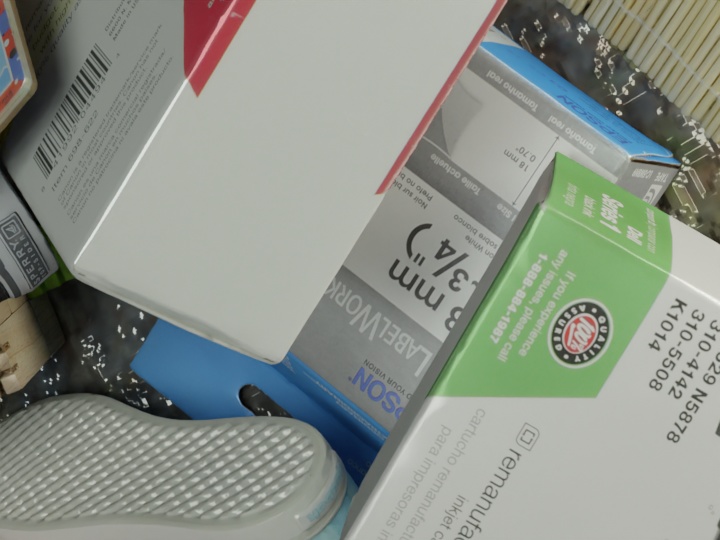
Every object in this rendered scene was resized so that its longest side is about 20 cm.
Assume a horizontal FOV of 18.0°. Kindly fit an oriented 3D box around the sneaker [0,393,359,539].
[{"bbox_3d":[-0.076,0.101,0.878,0.200,0.074,0.082,4,137,42],"label":"sneaker"}]

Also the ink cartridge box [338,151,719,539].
[{"bbox_3d":[0.113,0.077,0.753,0.200,0.084,0.146,29,105,-1],"label":"ink cartridge box"}]

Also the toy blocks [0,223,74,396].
[{"bbox_3d":[-0.205,0.045,0.873,0.200,0.137,0.100,-20,99,10],"label":"toy blocks"}]

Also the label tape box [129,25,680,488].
[{"bbox_3d":[0.000,0.000,0.843,0.144,0.063,0.200,38,105,18],"label":"label tape box"}]

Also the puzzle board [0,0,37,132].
[{"bbox_3d":[-0.187,-0.049,0.790,0.200,0.017,0.151,-45,43,26],"label":"puzzle board"}]

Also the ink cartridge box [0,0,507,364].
[{"bbox_3d":[-0.054,-0.082,0.766,0.145,0.083,0.200,-58,31,11],"label":"ink cartridge box"}]

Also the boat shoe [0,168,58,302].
[{"bbox_3d":[-0.168,-0.034,0.827,0.066,0.070,0.200,-33,38,-7],"label":"boat shoe"}]

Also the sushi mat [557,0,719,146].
[{"bbox_3d":[0.141,-0.140,0.768,0.096,0.012,0.200,43,127,15],"label":"sushi mat"}]
